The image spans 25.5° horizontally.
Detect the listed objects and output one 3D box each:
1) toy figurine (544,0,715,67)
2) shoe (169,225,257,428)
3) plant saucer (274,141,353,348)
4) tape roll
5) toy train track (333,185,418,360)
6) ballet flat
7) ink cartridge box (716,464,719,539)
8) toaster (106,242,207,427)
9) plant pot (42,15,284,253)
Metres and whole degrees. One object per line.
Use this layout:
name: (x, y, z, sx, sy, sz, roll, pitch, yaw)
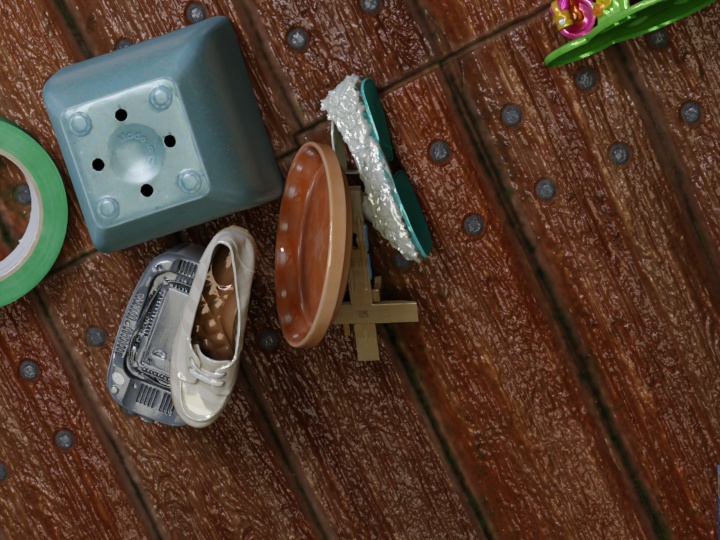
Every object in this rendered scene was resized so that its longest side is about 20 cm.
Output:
toy figurine: (0.237, -0.322, 1.546, 0.199, 0.150, 0.186, -23, 84, 31)
shoe: (-0.144, 0.057, 1.519, 0.069, 0.053, 0.202, 12, 101, 1)
plant saucer: (-0.045, -0.024, 1.562, 0.032, 0.200, 0.203, 4, 101, -18)
tape roll: (-0.398, -0.060, 1.609, 0.198, 0.048, 0.203, -5, 105, -20)
toy train track: (0.000, 0.000, 1.618, 0.113, 0.033, 0.202, -1, 122, 9)
ballet flat: (0.013, -0.099, 1.614, 0.071, 0.072, 0.202, -19, 92, 6)
ink cartridge box: (0.445, 0.305, 1.652, 0.135, 0.076, 0.202, -2, 101, 4)
toaster: (-0.178, 0.052, 1.612, 0.113, 0.129, 0.202, 20, 101, -1)
plant pot: (-0.202, -0.126, 1.548, 0.194, 0.200, 0.198, -17, 98, 5)
